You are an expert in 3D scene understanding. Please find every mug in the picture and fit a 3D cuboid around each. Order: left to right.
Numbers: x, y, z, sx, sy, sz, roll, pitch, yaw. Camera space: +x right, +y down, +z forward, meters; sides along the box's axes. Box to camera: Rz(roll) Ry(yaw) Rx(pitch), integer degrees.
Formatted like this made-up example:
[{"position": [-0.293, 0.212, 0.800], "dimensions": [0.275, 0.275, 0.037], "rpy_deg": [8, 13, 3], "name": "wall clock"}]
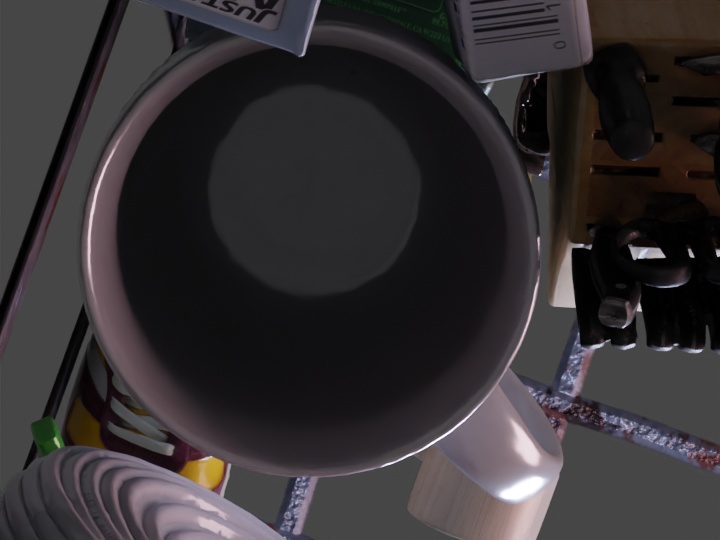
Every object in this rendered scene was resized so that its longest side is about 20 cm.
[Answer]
[{"position": [0.000, 0.000, 0.891], "dimensions": [0.148, 0.200, 0.175], "rpy_deg": [-41, -173, 6], "name": "mug"}]

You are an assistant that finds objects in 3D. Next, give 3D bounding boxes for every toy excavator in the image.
[{"position": [-0.013, 0.051, 1.121], "dimensions": [0.194, 0.200, 0.100], "rpy_deg": [-77, -174, -81], "name": "toy excavator"}]

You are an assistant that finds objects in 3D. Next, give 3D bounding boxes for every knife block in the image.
[{"position": [0.098, -0.061, 0.810], "dimensions": [0.176, 0.064, 0.200], "rpy_deg": [96, -4, -67], "name": "knife block"}]

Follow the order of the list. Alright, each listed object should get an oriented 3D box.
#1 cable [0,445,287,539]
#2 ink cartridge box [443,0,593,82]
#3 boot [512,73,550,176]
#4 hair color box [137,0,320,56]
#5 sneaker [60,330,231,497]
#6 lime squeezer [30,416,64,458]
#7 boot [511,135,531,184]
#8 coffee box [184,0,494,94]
[{"position": [-0.043, 0.133, 0.813], "dimensions": [0.069, 0.200, 0.200], "rpy_deg": [-50, -136, 8], "name": "cable"}, {"position": [0.034, -0.164, 0.819], "dimensions": [0.200, 0.043, 0.196], "rpy_deg": [-105, -174, -83], "name": "ink cartridge box"}, {"position": [0.113, -0.149, 0.999], "dimensions": [0.174, 0.069, 0.200], "rpy_deg": [-74, -174, -60], "name": "boot"}, {"position": [-0.011, -0.161, 0.653], "dimensions": [0.200, 0.061, 0.099], "rpy_deg": [109, -1, -52], "name": "hair color box"}, {"position": [-0.080, 0.030, 1.020], "dimensions": [0.090, 0.075, 0.200], "rpy_deg": [28, 74, -82], "name": "sneaker"}, {"position": [-0.086, 0.148, 0.970], "dimensions": [0.038, 0.071, 0.200], "rpy_deg": [-32, 134, -12], "name": "lime squeezer"}, {"position": [-0.026, -0.070, 1.144], "dimensions": [0.200, 0.175, 0.066], "rpy_deg": [35, 52, -65], "name": "boot"}, {"position": [0.019, -0.164, 1.008], "dimensions": [0.044, 0.123, 0.200], "rpy_deg": [107, 0, -66], "name": "coffee box"}]
